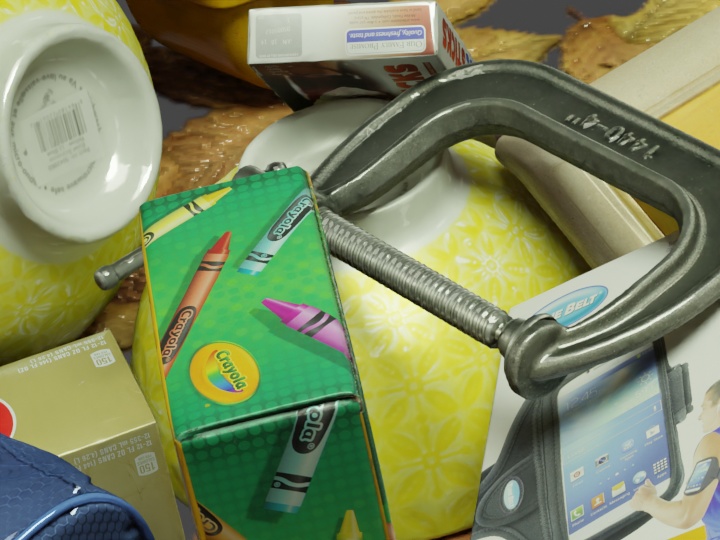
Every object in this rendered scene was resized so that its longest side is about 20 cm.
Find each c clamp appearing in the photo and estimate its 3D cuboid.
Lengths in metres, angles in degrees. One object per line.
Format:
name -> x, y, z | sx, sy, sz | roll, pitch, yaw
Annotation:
c clamp -> 0.034, -0.009, 0.983 | 0.200, 0.027, 0.171 | 24, 54, 41

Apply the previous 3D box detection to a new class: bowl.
bowl -> -0.139, -0.049, 1.078 | 0.107, 0.201, 0.200 | -1, 34, 42
bowl -> 0.000, 0.000, 1.089 | 0.199, 0.108, 0.200 | -7, 37, 5

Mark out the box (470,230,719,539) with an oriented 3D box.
box -> 0.097, 0.051, 0.945 | 0.119, 0.041, 0.200 | -26, 33, 28

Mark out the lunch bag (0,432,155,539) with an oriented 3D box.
lunch bag -> -0.138, 0.127, 0.880 | 0.136, 0.200, 0.132 | -40, 43, -26

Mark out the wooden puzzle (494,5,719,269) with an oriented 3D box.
wooden puzzle -> 0.178, -0.022, 1.075 | 0.185, 0.037, 0.200 | -31, 69, -25

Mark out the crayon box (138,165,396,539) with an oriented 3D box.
crayon box -> -0.019, 0.084, 0.906 | 0.058, 0.201, 0.119 | -13, 37, -1

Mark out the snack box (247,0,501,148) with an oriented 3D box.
snack box -> 0.012, -0.071, 1.134 | 0.072, 0.200, 0.024 | -3, 80, 11

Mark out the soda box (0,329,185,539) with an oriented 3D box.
soda box -> -0.169, 0.094, 1.038 | 0.199, 0.068, 0.064 | -20, 38, -12

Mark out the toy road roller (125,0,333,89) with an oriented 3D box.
toy road roller -> -0.075, -0.146, 1.249 | 0.200, 0.147, 0.123 | -22, 34, -40
